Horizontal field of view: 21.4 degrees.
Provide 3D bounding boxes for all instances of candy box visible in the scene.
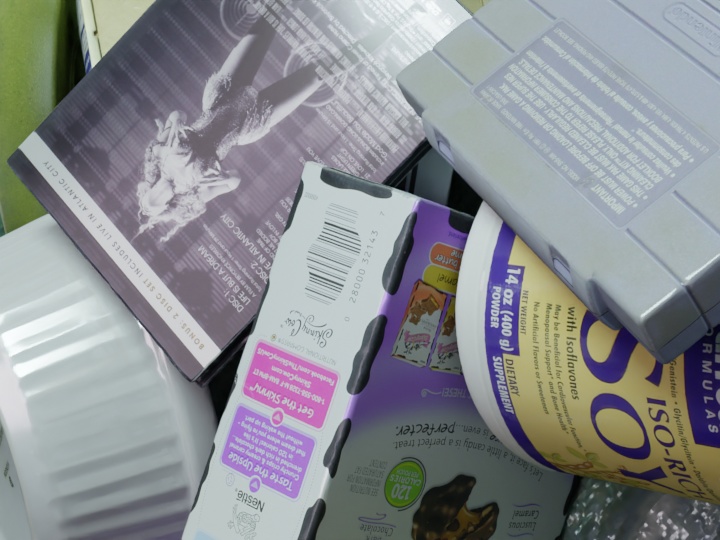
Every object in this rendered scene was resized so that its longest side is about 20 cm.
[{"bbox_3d":[0.021,0.074,0.816,0.071,0.167,0.201,19,91,42],"label":"candy box"}]

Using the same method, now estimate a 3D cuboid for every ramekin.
[{"bbox_3d":[-0.146,0.071,0.946,0.202,0.094,0.203,49,149,43],"label":"ramekin"}]

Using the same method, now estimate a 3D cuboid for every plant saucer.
[{"bbox_3d":[-0.166,-0.099,1.040,0.031,0.200,0.202,0,75,2],"label":"plant saucer"}]

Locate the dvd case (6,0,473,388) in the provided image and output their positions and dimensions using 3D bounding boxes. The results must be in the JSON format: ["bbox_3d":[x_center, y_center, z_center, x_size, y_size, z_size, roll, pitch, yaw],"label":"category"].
[{"bbox_3d":[-0.048,-0.070,0.851,0.200,0.016,0.149,-46,67,6],"label":"dvd case"}]

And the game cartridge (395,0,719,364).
[{"bbox_3d":[0.104,-0.058,0.704,0.129,0.038,0.200,-41,38,2],"label":"game cartridge"}]

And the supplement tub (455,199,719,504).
[{"bbox_3d":[0.153,0.020,0.731,0.199,0.145,0.147,7,83,42],"label":"supplement tub"}]

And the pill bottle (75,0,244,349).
[{"bbox_3d":[-0.080,-0.065,0.979,0.111,0.111,0.201,-29,61,32],"label":"pill bottle"}]

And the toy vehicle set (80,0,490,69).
[{"bbox_3d":[-0.033,-0.114,0.925,0.198,0.027,0.125,-10,66,-4],"label":"toy vehicle set"}]

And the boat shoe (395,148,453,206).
[{"bbox_3d":[0.000,0.001,0.883,0.074,0.068,0.201,-90,9,-68],"label":"boat shoe"}]
